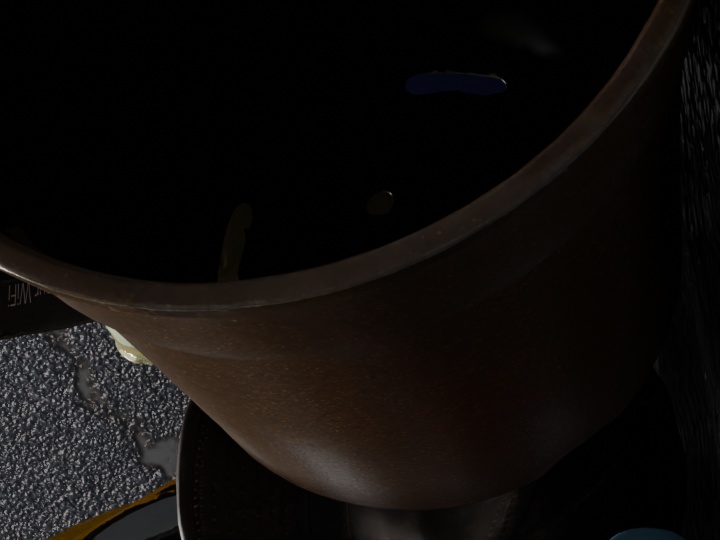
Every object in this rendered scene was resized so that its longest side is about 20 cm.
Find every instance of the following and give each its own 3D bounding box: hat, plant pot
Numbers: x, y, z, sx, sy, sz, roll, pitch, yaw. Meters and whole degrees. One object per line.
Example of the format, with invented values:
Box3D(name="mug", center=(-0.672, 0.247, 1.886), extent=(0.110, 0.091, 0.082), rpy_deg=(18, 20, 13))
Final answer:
Box3D(name="hat", center=(0.046, 0.069, 0.673), extent=(0.081, 0.200, 0.202), rpy_deg=(-5, 94, 49))
Box3D(name="plant pot", center=(-0.003, -0.042, 0.557), extent=(0.198, 0.199, 0.202), rpy_deg=(64, -164, -62))

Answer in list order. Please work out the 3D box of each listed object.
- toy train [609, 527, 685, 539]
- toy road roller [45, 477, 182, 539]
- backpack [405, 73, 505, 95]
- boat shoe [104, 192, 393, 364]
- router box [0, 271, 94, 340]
Box3D(name="toy train", center=(0.087, 0.166, 0.510), extent=(0.151, 0.055, 0.201), rpy_deg=(-92, -2, -61))
Box3D(name="toy road roller", center=(-0.032, 0.110, 0.754), extent=(0.146, 0.199, 0.124), rpy_deg=(-9, 105, 51))
Box3D(name="backpack", center=(0.002, -0.129, 0.891), extent=(0.168, 0.161, 0.202), rpy_deg=(116, 147, -87))
Box3D(name="boat shoe", center=(-0.001, 0.002, 0.816), extent=(0.063, 0.199, 0.074), rpy_deg=(73, -168, -52))
Box3D(name="router box", center=(-0.105, -0.057, 0.605), extent=(0.200, 0.051, 0.150), rpy_deg=(-11, -81, -69))
